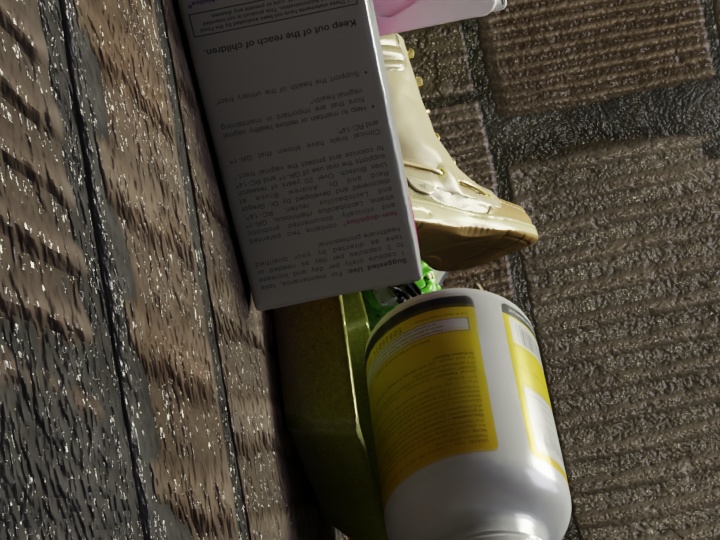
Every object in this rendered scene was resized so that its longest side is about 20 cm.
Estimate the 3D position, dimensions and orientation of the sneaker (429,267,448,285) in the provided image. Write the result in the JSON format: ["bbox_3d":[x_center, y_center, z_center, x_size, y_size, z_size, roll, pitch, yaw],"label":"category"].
[{"bbox_3d":[-0.003,-0.008,1.492,0.203,0.146,0.077,-60,-169,-12],"label":"sneaker"}]

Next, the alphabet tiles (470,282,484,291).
[{"bbox_3d":[0.055,0.108,1.217,0.167,0.006,0.200,-56,-151,19],"label":"alphabet tiles"}]

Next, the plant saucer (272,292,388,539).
[{"bbox_3d":[-0.020,0.066,1.145,0.200,0.048,0.200,75,6,-56],"label":"plant saucer"}]

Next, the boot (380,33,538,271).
[{"bbox_3d":[0.042,-0.082,1.229,0.200,0.073,0.156,6,61,-51],"label":"boot"}]

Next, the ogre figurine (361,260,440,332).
[{"bbox_3d":[0.000,0.000,1.343,0.200,0.098,0.120,-52,-127,50],"label":"ogre figurine"}]

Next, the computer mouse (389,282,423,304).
[{"bbox_3d":[-0.006,-0.019,1.232,0.200,0.034,0.059,53,-7,3],"label":"computer mouse"}]

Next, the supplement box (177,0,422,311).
[{"bbox_3d":[-0.032,-0.093,0.998,0.101,0.103,0.201,-95,172,-65],"label":"supplement box"}]

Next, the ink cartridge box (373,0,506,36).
[{"bbox_3d":[-0.005,-0.200,1.131,0.200,0.145,0.084,-130,-152,-74],"label":"ink cartridge box"}]

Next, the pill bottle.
[{"bbox_3d":[0.066,0.116,1.068,0.112,0.112,0.200,76,5,-47],"label":"pill bottle"}]
